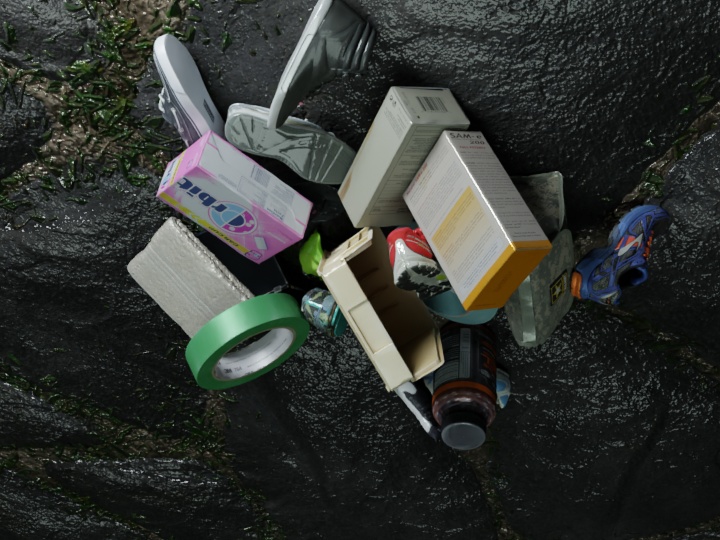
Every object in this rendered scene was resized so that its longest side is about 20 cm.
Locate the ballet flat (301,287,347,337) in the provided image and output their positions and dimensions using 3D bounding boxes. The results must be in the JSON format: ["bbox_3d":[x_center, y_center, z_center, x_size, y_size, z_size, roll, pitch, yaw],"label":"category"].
[{"bbox_3d":[-0.057,0.062,1.573,0.073,0.076,0.200,4,169,4],"label":"ballet flat"}]

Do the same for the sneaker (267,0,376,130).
[{"bbox_3d":[-0.048,-0.252,1.293,0.098,0.071,0.201,25,117,-13],"label":"sneaker"}]

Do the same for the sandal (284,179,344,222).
[{"bbox_3d":[-0.116,-0.095,1.484,0.196,0.048,0.076,1,134,7],"label":"sandal"}]

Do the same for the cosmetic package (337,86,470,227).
[{"bbox_3d":[0.056,-0.153,1.364,0.104,0.072,0.201,-4,143,-34],"label":"cosmetic package"}]

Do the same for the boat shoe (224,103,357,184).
[{"bbox_3d":[-0.093,-0.182,1.397,0.199,0.065,0.075,16,122,-15],"label":"boat shoe"}]

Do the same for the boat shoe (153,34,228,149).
[{"bbox_3d":[-0.245,-0.230,1.364,0.067,0.073,0.201,-10,138,15],"label":"boat shoe"}]

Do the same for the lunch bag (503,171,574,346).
[{"bbox_3d":[0.243,-0.014,1.406,0.115,0.202,0.166,-3,133,11],"label":"lunch bag"}]

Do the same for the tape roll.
[{"bbox_3d":[-0.177,0.114,1.572,0.198,0.049,0.201,-27,158,-12],"label":"tape roll"}]

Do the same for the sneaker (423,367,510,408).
[{"bbox_3d":[0.160,0.207,1.719,0.196,0.073,0.073,-4,135,13],"label":"sneaker"}]

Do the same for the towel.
[{"bbox_3d":[-0.266,0.024,1.579,0.200,0.035,0.132,46,116,-2],"label":"towel"}]

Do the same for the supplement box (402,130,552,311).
[{"bbox_3d":[0.148,-0.066,1.296,0.073,0.202,0.127,-4,145,-36],"label":"supplement box"}]

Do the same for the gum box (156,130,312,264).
[{"bbox_3d":[-0.173,-0.097,1.409,0.199,0.067,0.113,35,141,-26],"label":"gum box"}]

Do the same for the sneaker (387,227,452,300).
[{"bbox_3d":[0.092,-0.016,1.376,0.076,0.086,0.200,-24,161,15],"label":"sneaker"}]

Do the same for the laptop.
[{"bbox_3d":[-0.183,0.012,1.624,0.185,0.118,0.199,-22,156,26],"label":"laptop"}]

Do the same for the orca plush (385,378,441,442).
[{"bbox_3d":[0.091,0.184,1.658,0.071,0.201,0.105,-41,146,11],"label":"orca plush"}]

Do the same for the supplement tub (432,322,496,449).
[{"bbox_3d":[0.169,0.187,1.608,0.105,0.202,0.108,4,136,4],"label":"supplement tub"}]

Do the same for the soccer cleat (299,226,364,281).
[{"bbox_3d":[0.000,0.000,1.552,0.197,0.068,0.082,24,120,-14],"label":"soccer cleat"}]

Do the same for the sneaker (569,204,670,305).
[{"bbox_3d":[0.381,-0.016,1.409,0.078,0.200,0.076,33,154,31],"label":"sneaker"}]

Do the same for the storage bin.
[{"bbox_3d":[0.030,0.047,1.429,0.093,0.199,0.202,-30,99,7],"label":"storage bin"}]

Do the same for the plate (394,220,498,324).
[{"bbox_3d":[0.120,0.012,1.505,0.198,0.026,0.202,30,146,22],"label":"plate"}]
